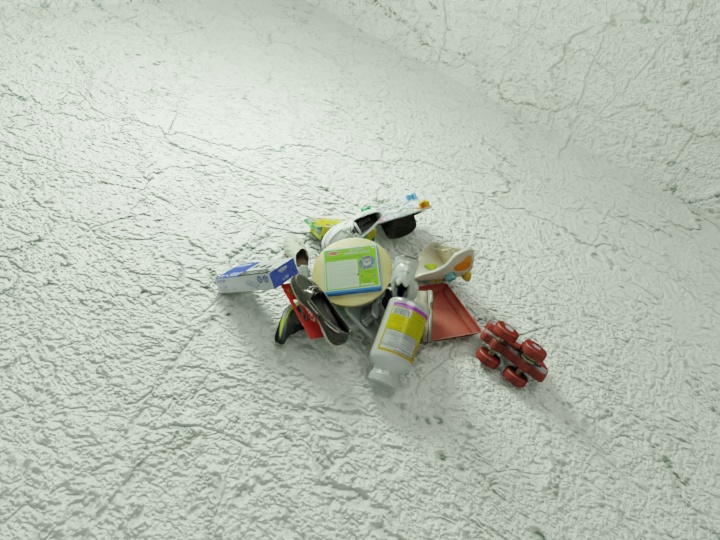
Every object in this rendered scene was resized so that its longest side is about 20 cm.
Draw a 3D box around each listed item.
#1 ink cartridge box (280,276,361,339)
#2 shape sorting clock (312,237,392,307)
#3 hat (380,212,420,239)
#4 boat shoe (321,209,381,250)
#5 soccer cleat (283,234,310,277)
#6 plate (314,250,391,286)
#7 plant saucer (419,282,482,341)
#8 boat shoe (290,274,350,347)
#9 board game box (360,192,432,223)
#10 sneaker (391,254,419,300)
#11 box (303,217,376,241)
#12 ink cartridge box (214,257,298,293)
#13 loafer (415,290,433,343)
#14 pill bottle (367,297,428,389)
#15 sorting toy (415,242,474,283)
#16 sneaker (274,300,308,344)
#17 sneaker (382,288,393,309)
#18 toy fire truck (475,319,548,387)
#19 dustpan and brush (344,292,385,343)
[{"bbox_3d":[-0.086,0.081,1.382,0.162,0.050,0.199,57,25,19],"label":"ink cartridge box"},{"bbox_3d":[-0.020,0.003,1.393,0.198,0.039,0.202,-3,60,5],"label":"shape sorting clock"},{"bbox_3d":[0.118,-0.148,1.804,0.199,0.082,0.201,-14,17,4],"label":"hat"},{"bbox_3d":[-0.024,-0.117,1.613,0.200,0.065,0.074,-40,104,-19],"label":"boat shoe"},{"bbox_3d":[-0.169,-0.045,1.558,0.069,0.078,0.201,4,40,-20],"label":"soccer cleat"},{"bbox_3d":[0.000,0.000,1.515,0.199,0.033,0.199,31,20,26],"label":"plate"},{"bbox_3d":[0.203,0.121,1.557,0.198,0.037,0.200,-5,44,-29],"label":"plant saucer"},{"bbox_3d":[-0.088,0.082,1.312,0.067,0.057,0.201,-24,75,-47],"label":"boat shoe"},{"bbox_3d":[0.106,-0.197,1.782,0.198,0.026,0.200,-17,17,-4],"label":"board game box"},{"bbox_3d":[0.101,0.044,1.392,0.074,0.201,0.088,10,60,13],"label":"sneaker"},{"bbox_3d":[-0.066,-0.122,1.697,0.198,0.049,0.117,3,17,-23],"label":"box"},{"bbox_3d":[-0.256,0.013,1.380,0.199,0.045,0.094,-6,20,37],"label":"ink cartridge box"},{"bbox_3d":[0.156,0.118,1.463,0.062,0.072,0.200,4,30,6],"label":"loafer"},{"bbox_3d":[0.084,0.172,1.328,0.103,0.104,0.201,21,72,2],"label":"pill bottle"},{"bbox_3d":[0.211,-0.006,1.658,0.179,0.108,0.200,-15,12,-19],"label":"sorting toy"},{"bbox_3d":[-0.142,0.116,1.380,0.080,0.074,0.200,29,40,7],"label":"sneaker"},{"bbox_3d":[0.096,0.130,1.490,0.082,0.070,0.201,34,23,-32],"label":"sneaker"},{"bbox_3d":[0.408,0.209,1.495,0.199,0.113,0.168,35,21,16],"label":"toy fire truck"},{"bbox_3d":[0.034,0.094,1.438,0.140,0.057,0.200,47,18,-10],"label":"dustpan and brush"}]
